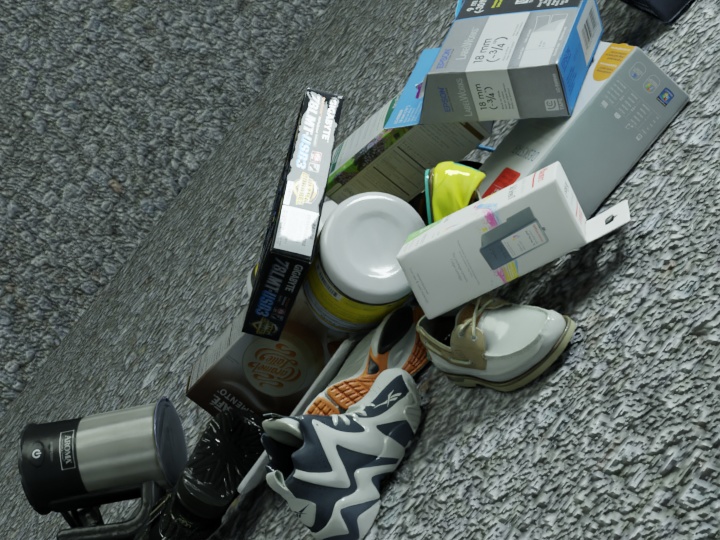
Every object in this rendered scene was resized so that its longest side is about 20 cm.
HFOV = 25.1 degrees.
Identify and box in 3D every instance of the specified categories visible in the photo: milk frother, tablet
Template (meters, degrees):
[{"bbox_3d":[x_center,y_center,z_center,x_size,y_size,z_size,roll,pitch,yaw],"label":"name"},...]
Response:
[{"bbox_3d":[-0.310,0.268,2.069,0.187,0.182,0.200,-11,-7,11],"label":"milk frother"},{"bbox_3d":[-0.057,0.149,1.720,0.200,0.014,0.130,-54,-6,9],"label":"tablet"}]

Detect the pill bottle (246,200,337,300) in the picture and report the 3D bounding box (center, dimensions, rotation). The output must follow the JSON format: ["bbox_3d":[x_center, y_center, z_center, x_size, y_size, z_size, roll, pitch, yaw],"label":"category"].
[{"bbox_3d":[-0.039,-0.015,1.974,0.200,0.111,0.112,-41,18,29],"label":"pill bottle"}]

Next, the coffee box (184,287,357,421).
[{"bbox_3d":[-0.096,0.094,1.876,0.200,0.114,0.080,-47,16,17],"label":"coffee box"}]

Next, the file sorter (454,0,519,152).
[{"bbox_3d":[0.157,-0.243,1.772,0.139,0.122,0.201,-72,-5,-56],"label":"file sorter"}]

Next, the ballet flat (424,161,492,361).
[{"bbox_3d":[0.096,-0.005,1.561,0.067,0.067,0.202,-52,-38,-75],"label":"ballet flat"}]

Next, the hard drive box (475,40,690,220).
[{"bbox_3d":[0.209,-0.124,1.588,0.200,0.077,0.156,-51,15,1],"label":"hard drive box"}]

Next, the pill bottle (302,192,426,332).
[{"bbox_3d":[0.000,0.000,1.669,0.113,0.112,0.200,-55,0,-18],"label":"pill bottle"}]

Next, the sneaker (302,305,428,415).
[{"bbox_3d":[-0.001,0.125,1.635,0.200,0.076,0.092,-47,6,-18],"label":"sneaker"}]

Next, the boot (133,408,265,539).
[{"bbox_3d":[-0.178,0.256,1.800,0.158,0.079,0.211,-60,-8,30],"label":"boot"}]

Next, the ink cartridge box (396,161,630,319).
[{"bbox_3d":[0.139,-0.038,1.452,0.199,0.068,0.117,-26,7,12],"label":"ink cartridge box"}]

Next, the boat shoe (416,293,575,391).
[{"bbox_3d":[0.113,0.060,1.439,0.075,0.068,0.200,-55,17,-24],"label":"boat shoe"}]

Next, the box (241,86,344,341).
[{"bbox_3d":[-0.071,-0.056,1.693,0.200,0.049,0.200,115,170,-61],"label":"box"}]

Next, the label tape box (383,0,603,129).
[{"bbox_3d":[0.124,-0.211,1.593,0.199,0.064,0.145,-2,40,26],"label":"label tape box"}]

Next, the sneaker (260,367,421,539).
[{"bbox_3d":[-0.027,0.147,1.507,0.079,0.129,0.200,-25,32,53],"label":"sneaker"}]

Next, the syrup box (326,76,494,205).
[{"bbox_3d":[0.054,-0.138,1.732,0.200,0.081,0.079,-39,23,37],"label":"syrup box"}]

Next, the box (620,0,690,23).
[{"bbox_3d":[0.283,-0.389,1.760,0.117,0.200,0.197,-46,15,8],"label":"box"}]

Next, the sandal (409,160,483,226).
[{"bbox_3d":[0.113,-0.087,1.723,0.199,0.055,0.082,-17,36,31],"label":"sandal"}]
